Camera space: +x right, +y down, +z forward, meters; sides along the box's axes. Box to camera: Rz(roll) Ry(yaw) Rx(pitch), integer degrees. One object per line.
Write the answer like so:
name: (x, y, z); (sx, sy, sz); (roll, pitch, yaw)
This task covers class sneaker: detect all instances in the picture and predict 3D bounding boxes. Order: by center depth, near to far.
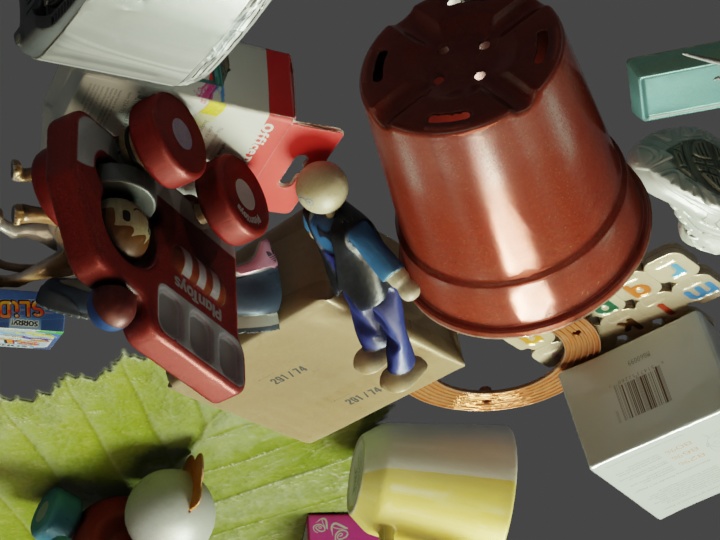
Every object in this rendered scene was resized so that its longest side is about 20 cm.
sneaker: (-0.162, 0.005, 1.351); (0.199, 0.082, 0.070); (4, -175, 0)
sneaker: (0.288, -0.053, 1.383); (0.200, 0.078, 0.099); (18, 143, -30)

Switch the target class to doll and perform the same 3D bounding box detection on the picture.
doll: (0.000, 0.000, 1.273); (0.048, 0.136, 0.200); (-34, 125, -20)

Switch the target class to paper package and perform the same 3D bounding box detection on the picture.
paper package: (-0.041, 0.052, 1.467); (0.200, 0.104, 0.190); (-31, 139, 32)

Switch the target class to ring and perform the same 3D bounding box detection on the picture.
ring: (0.128, 0.078, 1.580); (0.200, 0.019, 0.201); (-4, 146, -2)

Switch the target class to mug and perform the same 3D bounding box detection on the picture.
mug: (0.070, 0.228, 1.694); (0.153, 0.187, 0.150); (11, 109, -8)

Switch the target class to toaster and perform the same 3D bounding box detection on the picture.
toaster: (-0.130, -0.205, 1.064); (0.129, 0.114, 0.200); (13, 140, -32)

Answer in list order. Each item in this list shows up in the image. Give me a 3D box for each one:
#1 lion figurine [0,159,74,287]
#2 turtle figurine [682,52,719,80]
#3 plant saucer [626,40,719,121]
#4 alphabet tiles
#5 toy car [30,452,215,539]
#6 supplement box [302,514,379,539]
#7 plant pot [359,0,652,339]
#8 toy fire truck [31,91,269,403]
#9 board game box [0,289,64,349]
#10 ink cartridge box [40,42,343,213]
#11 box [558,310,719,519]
lion figurine: (-0.230, -0.038, 1.350); (0.122, 0.073, 0.200); (2, 161, -24)
turtle figurine: (0.319, -0.201, 1.143); (0.200, 0.101, 0.150); (-9, 164, -23)
plant saucer: (0.308, -0.155, 1.282); (0.200, 0.019, 0.070); (-11, 146, 7)
alphabet tiles: (0.235, 0.035, 1.559); (0.200, 0.015, 0.195); (-29, 140, 30)
toy car: (-0.216, 0.265, 1.753); (0.184, 0.177, 0.200); (31, 105, -24)
supplement box: (-0.020, 0.373, 1.950); (0.101, 0.104, 0.200); (1, 147, -8)
plant pot: (0.097, -0.088, 1.213); (0.200, 0.201, 0.195); (-13, 137, 11)
toy fire truck: (-0.146, -0.015, 1.166); (0.112, 0.168, 0.200); (-23, 142, 21)
board game box: (-0.357, 0.037, 1.416); (0.200, 0.035, 0.135); (4, 170, -14)
ink cartridge box: (-0.125, -0.114, 1.236); (0.200, 0.067, 0.116); (11, 143, -23)
box: (0.309, 0.145, 1.620); (0.152, 0.107, 0.200); (-27, 148, 17)
